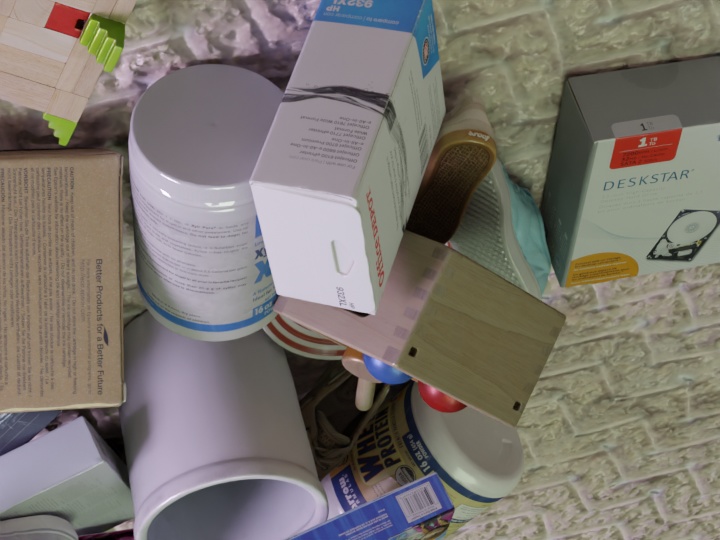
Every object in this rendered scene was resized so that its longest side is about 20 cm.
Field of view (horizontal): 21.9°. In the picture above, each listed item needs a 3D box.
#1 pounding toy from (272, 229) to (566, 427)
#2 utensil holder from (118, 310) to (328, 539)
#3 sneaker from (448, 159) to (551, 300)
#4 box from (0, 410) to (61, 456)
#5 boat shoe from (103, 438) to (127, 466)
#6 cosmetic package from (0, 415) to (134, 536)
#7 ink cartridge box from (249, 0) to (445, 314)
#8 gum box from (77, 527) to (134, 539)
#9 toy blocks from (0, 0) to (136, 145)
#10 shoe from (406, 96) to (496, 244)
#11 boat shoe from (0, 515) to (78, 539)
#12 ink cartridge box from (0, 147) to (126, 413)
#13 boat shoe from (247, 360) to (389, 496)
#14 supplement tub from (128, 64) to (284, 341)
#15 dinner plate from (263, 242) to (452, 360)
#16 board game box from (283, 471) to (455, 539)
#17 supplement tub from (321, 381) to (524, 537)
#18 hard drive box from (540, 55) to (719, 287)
[{"bbox_3d":[0.034,0.052,1.513,0.184,0.200,0.142,29,85,-43],"label":"pounding toy"},{"bbox_3d":[-0.130,0.144,1.659,0.170,0.200,0.170,-10,145,-7],"label":"utensil holder"},{"bbox_3d":[0.115,-0.054,1.611,0.074,0.082,0.200,3,132,28],"label":"sneaker"},{"bbox_3d":[-0.392,0.100,1.571,0.196,0.124,0.200,22,130,-38],"label":"box"},{"bbox_3d":[-0.231,0.187,1.795,0.200,0.072,0.068,9,133,-40],"label":"boat shoe"},{"bbox_3d":[-0.282,0.205,1.643,0.151,0.052,0.200,-28,161,-6],"label":"cosmetic package"},{"bbox_3d":[-0.005,-0.092,1.380,0.084,0.200,0.145,10,147,14],"label":"ink cartridge box"},{"bbox_3d":[-0.236,0.293,1.741,0.200,0.066,0.113,-1,150,-49],"label":"gum box"},{"bbox_3d":[-0.233,-0.189,1.283,0.137,0.100,0.200,16,134,-20],"label":"toy blocks"},{"bbox_3d":[0.057,-0.069,1.542,0.070,0.053,0.200,11,144,-23],"label":"shoe"},{"bbox_3d":[-0.298,0.247,1.551,0.072,0.069,0.200,-33,160,15],"label":"boat shoe"},{"bbox_3d":[-0.269,0.006,1.437,0.165,0.075,0.200,-2,98,-19],"label":"ink cartridge box"},{"bbox_3d":[-0.040,0.153,1.737,0.072,0.065,0.200,43,79,-9],"label":"boat shoe"},{"bbox_3d":[-0.115,-0.049,1.465,0.132,0.132,0.200,-8,145,-10],"label":"supplement tub"},{"bbox_3d":[0.000,0.000,1.644,0.200,0.024,0.200,-12,133,-13],"label":"dinner plate"},{"bbox_3d":[-0.020,0.267,1.681,0.200,0.043,0.199,-23,161,-12],"label":"board game box"},{"bbox_3d":[0.048,0.204,1.851,0.144,0.145,0.200,22,130,-40],"label":"supplement tub"},{"bbox_3d":[0.246,-0.084,1.600,0.156,0.077,0.200,-9,143,-9],"label":"hard drive box"}]
